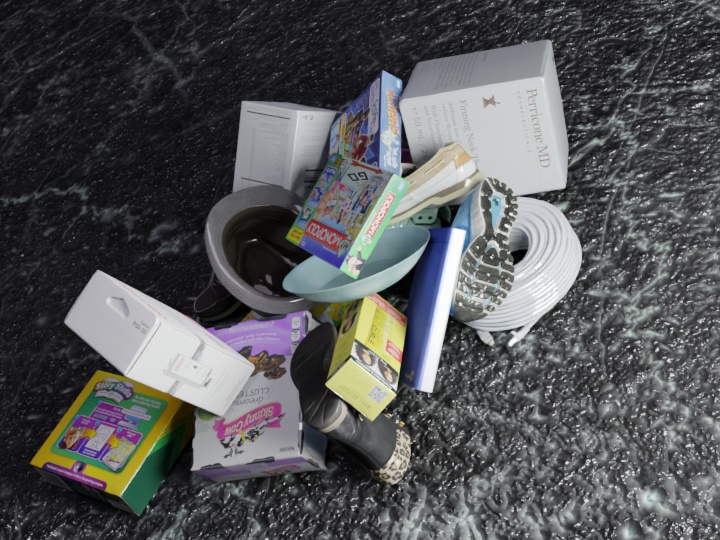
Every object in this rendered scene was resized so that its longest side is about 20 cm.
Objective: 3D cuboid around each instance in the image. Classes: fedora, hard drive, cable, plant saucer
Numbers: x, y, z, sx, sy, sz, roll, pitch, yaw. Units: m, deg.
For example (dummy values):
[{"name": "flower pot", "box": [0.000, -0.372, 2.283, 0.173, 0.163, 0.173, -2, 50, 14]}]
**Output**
[{"name": "fedora", "box": [-0.124, -0.011, 1.612, 0.177, 0.090, 0.200, -28, 67, -26]}, {"name": "hard drive", "box": [0.085, 0.047, 1.473, 0.132, 0.025, 0.200, -175, 97, -79]}, {"name": "cable", "box": [0.192, -0.011, 1.553, 0.200, 0.069, 0.200, -41, 41, -9]}, {"name": "plant saucer", "box": [0.000, 0.000, 1.497, 0.201, 0.039, 0.201, -19, 17, 6]}]

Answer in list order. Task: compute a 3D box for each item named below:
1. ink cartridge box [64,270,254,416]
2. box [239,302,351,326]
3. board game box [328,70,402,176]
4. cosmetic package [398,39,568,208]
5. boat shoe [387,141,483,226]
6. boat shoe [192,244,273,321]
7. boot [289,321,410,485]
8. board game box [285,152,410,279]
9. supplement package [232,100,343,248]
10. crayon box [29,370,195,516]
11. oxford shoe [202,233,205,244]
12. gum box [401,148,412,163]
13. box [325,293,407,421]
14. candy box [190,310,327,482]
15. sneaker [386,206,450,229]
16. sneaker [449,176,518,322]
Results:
[{"name": "ink cartridge box", "box": [-0.252, 0.093, 1.473, 0.146, 0.200, 0.083, 32, 88, 37]}, {"name": "box", "box": [-0.109, 0.084, 1.670, 0.200, 0.048, 0.117, -45, 43, -17]}, {"name": "board game box", "box": [0.004, -0.157, 1.593, 0.135, 0.034, 0.200, -41, 36, 43]}, {"name": "cosmetic package", "box": [0.177, -0.206, 1.632, 0.200, 0.167, 0.166, -8, 26, 16]}, {"name": "boat shoe", "box": [0.066, -0.113, 1.577, 0.200, 0.068, 0.075, -23, 13, 26]}, {"name": "boat shoe", "box": [-0.190, 0.011, 1.743, 0.200, 0.065, 0.073, -33, 43, 32]}, {"name": "boot", "box": [-0.010, 0.164, 1.446, 0.073, 0.151, 0.200, -38, 28, 11]}, {"name": "board game box", "box": [-0.020, -0.074, 1.484, 0.135, 0.029, 0.200, -60, 26, -1]}, {"name": "supplement package", "box": [-0.110, -0.142, 1.720, 0.114, 0.110, 0.200, 16, 104, 35]}, {"name": "crayon box", "box": [-0.344, 0.239, 1.656, 0.200, 0.058, 0.173, 9, 54, 38]}, {"name": "oxford shoe", "box": [-0.162, -0.026, 1.792, 0.200, 0.073, 0.071, 4, 52, 35]}, {"name": "gum box", "box": [-0.019, -0.157, 1.791, 0.200, 0.113, 0.066, 7, 99, 38]}, {"name": "box", "box": [0.011, 0.097, 1.416, 0.050, 0.075, 0.200, -47, 10, 21]}, {"name": "candy box", "box": [-0.130, 0.168, 1.539, 0.168, 0.072, 0.200, -11, 62, 23]}, {"name": "sneaker", "box": [0.049, -0.046, 1.653, 0.118, 0.074, 0.200, 7, 38, 36]}, {"name": "sneaker", "box": [0.147, -0.018, 1.496, 0.090, 0.078, 0.200, -33, 35, 54]}]
